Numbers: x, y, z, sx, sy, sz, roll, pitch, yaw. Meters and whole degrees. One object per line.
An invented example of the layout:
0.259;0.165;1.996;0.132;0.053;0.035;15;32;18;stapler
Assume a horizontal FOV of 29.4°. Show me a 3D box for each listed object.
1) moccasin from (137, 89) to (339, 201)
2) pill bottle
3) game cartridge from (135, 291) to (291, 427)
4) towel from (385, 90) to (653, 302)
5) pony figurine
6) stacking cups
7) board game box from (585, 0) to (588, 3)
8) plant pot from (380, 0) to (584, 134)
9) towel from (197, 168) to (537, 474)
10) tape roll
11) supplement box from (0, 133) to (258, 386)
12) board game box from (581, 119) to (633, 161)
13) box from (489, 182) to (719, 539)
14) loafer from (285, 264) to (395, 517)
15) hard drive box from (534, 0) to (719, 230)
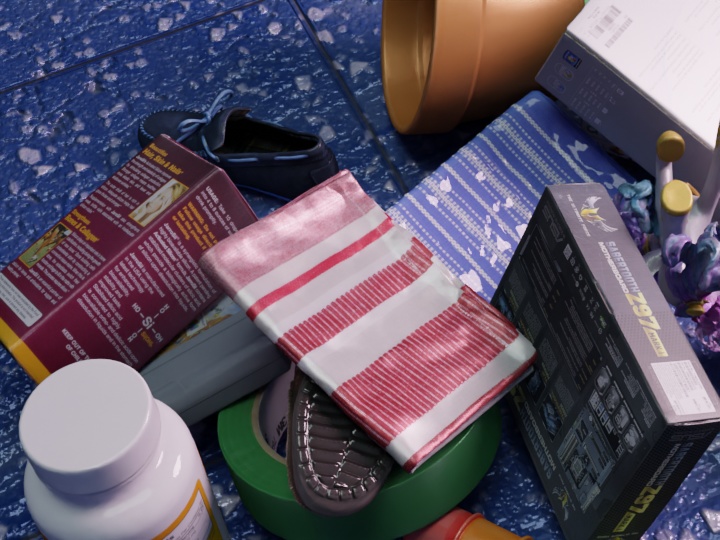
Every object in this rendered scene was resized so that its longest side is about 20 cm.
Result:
-0.106;-0.118;1.197;0.198;0.069;0.081;12;52;19;moccasin
-0.152;0.150;0.887;0.110;0.201;0.112;-5;48;5;pill bottle
-0.118;0.031;1.049;0.133;0.042;0.201;-33;34;6;game cartridge
0.125;-0.044;1.089;0.200;0.024;0.145;-40;79;-24;towel
0.234;0.002;0.981;0.165;0.200;0.195;3;65;3;pony figurine
0.115;0.208;0.889;0.199;0.061;0.061;21;56;29;stacking cups
0.257;-0.242;1.273;0.104;0.024;0.201;-14;49;1;board game box
0.105;-0.217;1.179;0.138;0.201;0.201;0;47;-12;plant pot
0.008;0.026;0.912;0.200;0.023;0.144;43;51;17;towel
-0.001;0.105;0.973;0.198;0.048;0.201;-11;35;8;tape roll
-0.179;0.003;1.024;0.200;0.086;0.110;-42;35;-13;supplement box
0.284;-0.171;1.176;0.125;0.035;0.201;21;63;17;board game box
0.154;0.066;0.924;0.051;0.158;0.201;-3;49;-22;box
-0.013;0.085;0.920;0.072;0.071;0.201;16;47;-9;loafer
0.265;-0.154;1.083;0.200;0.077;0.156;40;64;6;hard drive box
